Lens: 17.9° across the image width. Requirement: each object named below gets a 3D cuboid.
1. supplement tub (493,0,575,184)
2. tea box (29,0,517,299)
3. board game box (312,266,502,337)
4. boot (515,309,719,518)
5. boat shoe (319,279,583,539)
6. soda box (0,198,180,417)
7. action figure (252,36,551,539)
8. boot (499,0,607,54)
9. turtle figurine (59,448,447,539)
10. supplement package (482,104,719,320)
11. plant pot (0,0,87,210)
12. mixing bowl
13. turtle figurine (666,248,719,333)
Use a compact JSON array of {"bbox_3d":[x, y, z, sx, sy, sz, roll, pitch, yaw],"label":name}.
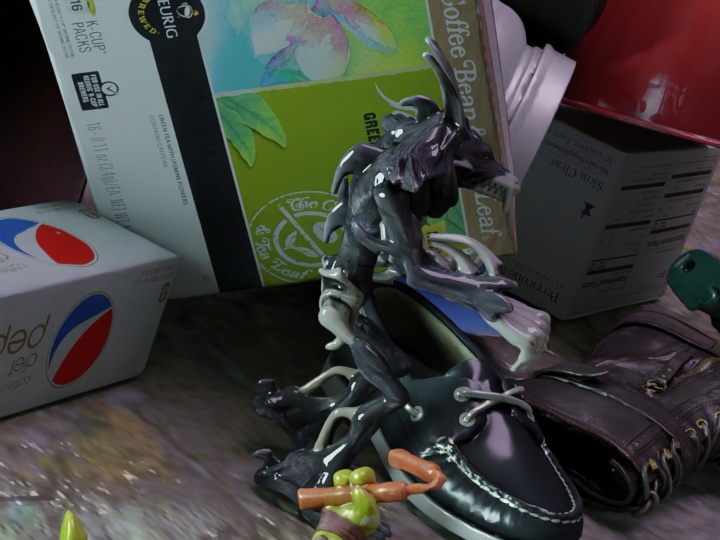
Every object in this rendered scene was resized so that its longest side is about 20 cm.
[{"bbox_3d":[0.001,-0.104,1.247,0.200,0.145,0.145,27,17,0],"label":"supplement tub"},{"bbox_3d":[-0.036,-0.109,1.067,0.196,0.200,0.134,-8,42,6],"label":"tea box"},{"bbox_3d":[0.000,0.000,1.261,0.158,0.039,0.200,19,19,-25],"label":"board game box"},{"bbox_3d":[0.165,0.089,1.140,0.200,0.069,0.174,22,22,22],"label":"boot"},{"bbox_3d":[0.043,0.066,1.057,0.076,0.060,0.200,6,21,-37],"label":"boat shoe"},{"bbox_3d":[-0.162,0.020,0.970,0.068,0.064,0.200,27,19,22],"label":"soda box"},{"bbox_3d":[0.024,0.007,0.980,0.102,0.200,0.119,19,17,-10],"label":"action figure"},{"bbox_3d":[0.148,-0.200,1.327,0.068,0.200,0.188,49,-16,-3],"label":"boot"},{"bbox_3d":[-0.026,0.121,0.807,0.161,0.064,0.200,8,28,-13],"label":"turtle figurine"},{"bbox_3d":[0.096,-0.066,1.439,0.200,0.111,0.156,27,18,26],"label":"supplement package"},{"bbox_3d":[-0.246,-0.102,1.107,0.200,0.187,0.187,5,15,10],"label":"plant pot"},{"bbox_3d":[0.214,-0.126,1.321,0.200,0.109,0.200,15,6,-2],"label":"mixing bowl"},{"bbox_3d":[0.253,0.042,1.288,0.101,0.150,0.200,2,-37,45],"label":"turtle figurine"}]
